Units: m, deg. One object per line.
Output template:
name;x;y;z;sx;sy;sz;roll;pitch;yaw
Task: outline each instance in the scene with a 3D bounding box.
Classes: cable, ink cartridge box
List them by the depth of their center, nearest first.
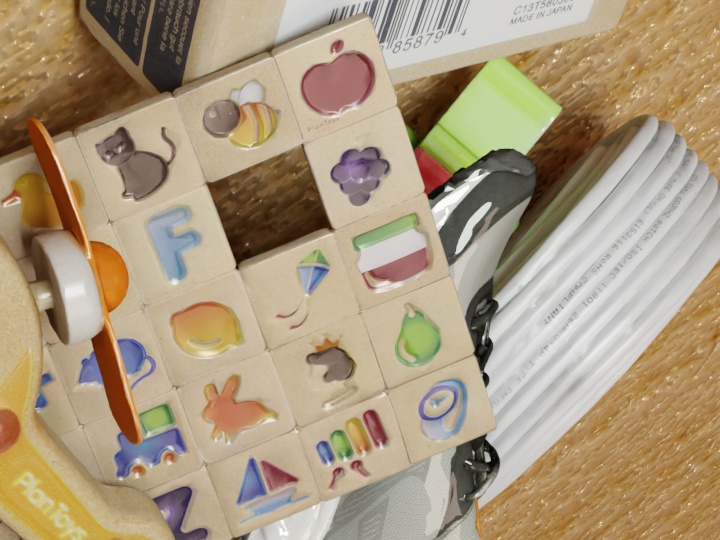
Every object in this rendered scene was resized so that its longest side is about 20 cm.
ink cartridge box;0.019;-0.145;0.777;0.199;0.075;0.166;-18;142;-34
cable;0.072;0.025;0.984;0.200;0.069;0.200;-46;180;-3

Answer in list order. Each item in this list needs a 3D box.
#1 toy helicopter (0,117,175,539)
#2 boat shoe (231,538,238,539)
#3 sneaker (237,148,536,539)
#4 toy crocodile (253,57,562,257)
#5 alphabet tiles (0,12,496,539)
toy helicopter;-0.111;0.042;0.738;0.132;0.079;0.200;-41;133;-4
boat shoe;-0.106;0.109;0.947;0.200;0.072;0.068;-42;151;-3
sneaker;0.023;0.049;0.861;0.201;0.079;0.074;-67;169;17
toy crocodile;0.000;0.000;0.922;0.200;0.068;0.062;-45;-179;2
alphabet tiles;-0.066;0.024;0.776;0.199;0.008;0.168;-22;123;-5
